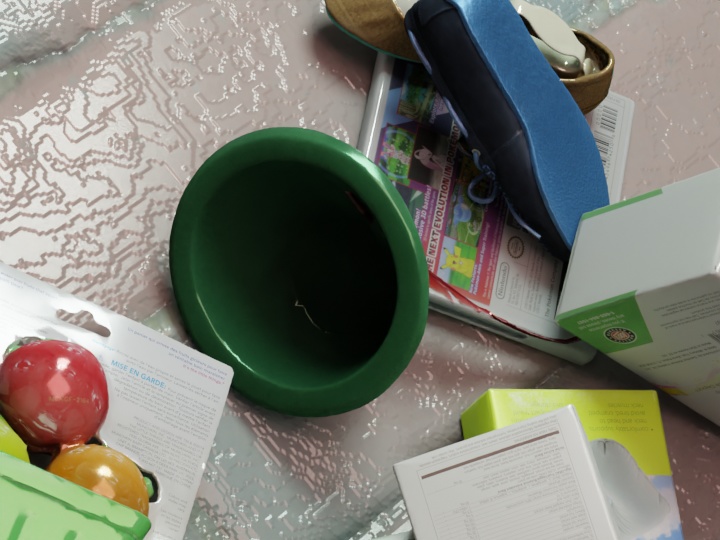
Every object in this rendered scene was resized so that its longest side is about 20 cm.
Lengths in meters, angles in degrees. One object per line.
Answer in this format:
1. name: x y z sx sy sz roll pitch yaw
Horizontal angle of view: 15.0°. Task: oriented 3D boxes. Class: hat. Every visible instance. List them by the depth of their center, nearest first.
1. hat: 0.000 0.000 1.687 0.200 0.165 0.176 64 25 2

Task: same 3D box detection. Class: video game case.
1. video game case: 0.083 -0.056 1.771 0.182 0.023 0.200 21 60 -15

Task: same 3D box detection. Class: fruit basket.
1. fruit basket: -0.180 0.102 1.542 0.185 0.094 0.200 25 50 -13

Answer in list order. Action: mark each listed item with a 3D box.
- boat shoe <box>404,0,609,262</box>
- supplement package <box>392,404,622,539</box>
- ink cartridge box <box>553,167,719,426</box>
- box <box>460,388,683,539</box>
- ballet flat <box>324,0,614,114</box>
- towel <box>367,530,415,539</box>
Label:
1. boat shoe: 0.095 -0.095 1.734 0.084 0.069 0.200 -40 111 -45
2. supplement package: 0.105 0.198 1.554 0.114 0.110 0.200 -18 70 4
3. ink cartridge box: 0.245 0.028 1.701 0.200 0.145 0.088 33 58 -28
4. box: 0.137 0.173 1.671 0.122 0.048 0.200 1 66 -23
5. ballet flat: 0.077 -0.158 1.758 0.200 0.072 0.068 23 60 -13
6. towel: 0.016 0.255 1.590 0.152 0.023 0.200 -10 71 -29
